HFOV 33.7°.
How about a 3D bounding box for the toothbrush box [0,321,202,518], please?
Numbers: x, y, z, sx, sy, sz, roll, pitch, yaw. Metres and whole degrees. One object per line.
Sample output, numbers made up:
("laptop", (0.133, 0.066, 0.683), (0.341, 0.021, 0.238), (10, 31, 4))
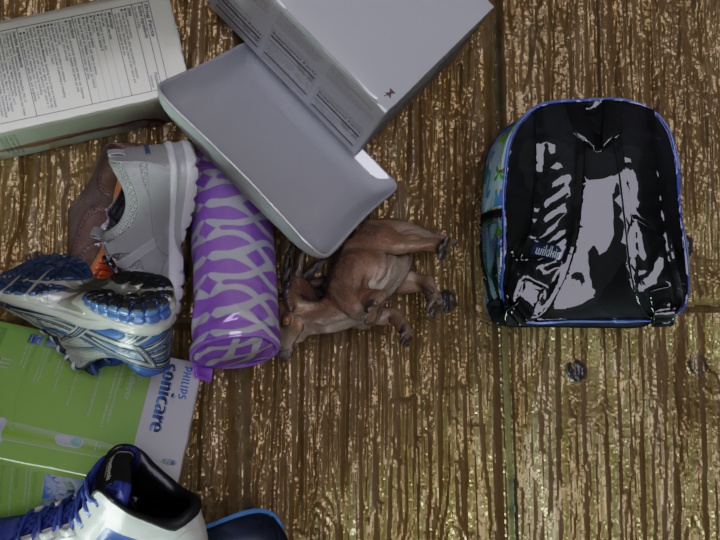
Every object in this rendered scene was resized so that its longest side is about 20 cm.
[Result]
("toothbrush box", (-0.243, 0.136, 0.991), (0.198, 0.087, 0.146), (11, 39, -6))

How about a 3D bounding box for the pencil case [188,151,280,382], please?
("pencil case", (-0.118, -0.012, 1.038), (0.085, 0.084, 0.202), (-22, 59, 25))

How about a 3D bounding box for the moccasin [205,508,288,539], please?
("moccasin", (-0.147, 0.255, 0.949), (0.199, 0.081, 0.068), (-25, 50, -12))

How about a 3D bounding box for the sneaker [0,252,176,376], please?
("sneaker", (-0.234, 0.044, 0.979), (0.077, 0.199, 0.086), (-33, 126, -46))

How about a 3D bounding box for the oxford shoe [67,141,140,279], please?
("oxford shoe", (-0.232, -0.018, 1.068), (0.072, 0.071, 0.202), (21, 88, 33))

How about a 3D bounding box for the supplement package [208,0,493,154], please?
("supplement package", (-0.011, -0.242, 1.085), (0.200, 0.111, 0.156), (45, 70, -1))

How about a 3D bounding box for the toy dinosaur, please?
("toy dinosaur", (0.000, 0.000, 1.080), (0.135, 0.086, 0.200), (28, 58, 32))

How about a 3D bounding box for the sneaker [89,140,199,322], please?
("sneaker", (-0.192, -0.020, 1.016), (0.081, 0.075, 0.202), (3, 114, -18))

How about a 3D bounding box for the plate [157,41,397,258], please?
("plate", (-0.073, -0.107, 1.053), (0.200, 0.200, 0.032), (46, 119, -2))

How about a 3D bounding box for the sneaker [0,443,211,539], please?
("sneaker", (-0.200, 0.184, 0.892), (0.197, 0.081, 0.116), (0, 119, 5))

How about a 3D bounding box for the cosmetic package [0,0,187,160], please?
("cosmetic package", (-0.257, -0.173, 1.063), (0.198, 0.087, 0.104), (-13, 83, -9))

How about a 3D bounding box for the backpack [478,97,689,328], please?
("backpack", (0.194, -0.048, 1.082), (0.181, 0.147, 0.202), (0, 86, -7))
